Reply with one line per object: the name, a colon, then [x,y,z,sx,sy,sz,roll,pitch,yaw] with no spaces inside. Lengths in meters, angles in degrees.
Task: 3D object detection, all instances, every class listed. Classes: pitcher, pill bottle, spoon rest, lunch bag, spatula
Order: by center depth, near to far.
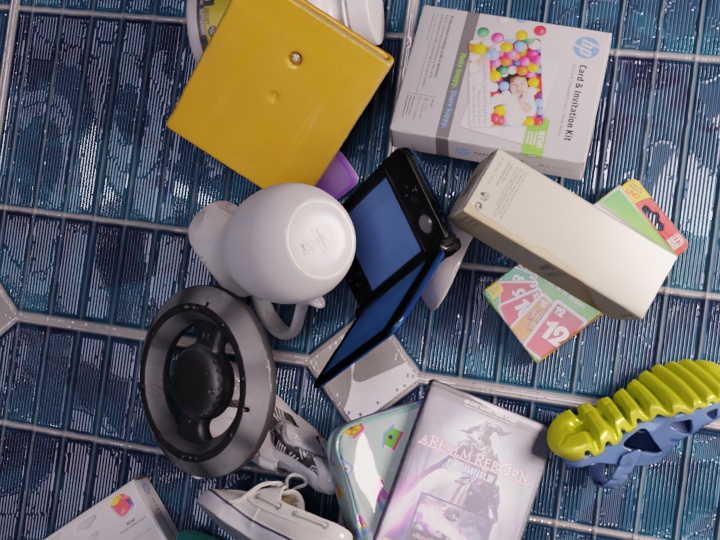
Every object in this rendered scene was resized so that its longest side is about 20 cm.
lunch bag: [0.062,0.237,1.173,0.160,0.077,0.200,-16,85,-15]
pitcher: [-0.080,-0.004,1.185,0.121,0.200,0.172,-38,107,-29]
spoon rest: [0.109,-0.051,1.195,0.060,0.099,0.200,18,79,-3]
pill bottle: [-0.079,-0.274,1.240,0.200,0.111,0.112,-5,86,14]
spatula: [-0.092,-0.064,1.277,0.200,0.021,0.057,-35,81,11]

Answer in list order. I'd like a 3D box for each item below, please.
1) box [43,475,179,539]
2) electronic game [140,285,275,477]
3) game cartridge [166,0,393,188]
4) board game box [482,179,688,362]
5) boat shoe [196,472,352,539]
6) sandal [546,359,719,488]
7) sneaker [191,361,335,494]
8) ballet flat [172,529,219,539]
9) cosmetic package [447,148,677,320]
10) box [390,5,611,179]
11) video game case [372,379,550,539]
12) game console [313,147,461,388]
box: [-0.261,0.361,1.288,0.156,0.041,0.200,-35,80,9]
electronic game: [-0.163,0.116,1.189,0.200,0.042,0.201,0,90,39]
game cartridge: [-0.088,-0.188,1.203,0.176,0.032,0.200,33,118,-4]
board game box: [0.235,-0.001,1.186,0.200,0.030,0.096,-38,79,7]
boat shoe: [-0.084,0.250,1.174,0.202,0.075,0.086,12,55,47]
sandal: [0.290,0.157,1.146,0.200,0.080,0.087,-23,118,5]
sneaker: [-0.115,0.199,1.244,0.200,0.075,0.115,40,99,18]
ballet flat: [-0.127,0.359,1.245,0.200,0.067,0.067,24,117,13]
cosmetic package: [0.192,-0.033,1.103,0.200,0.104,0.073,31,86,-1]
box: [0.145,-0.186,1.176,0.200,0.041,0.156,12,69,10]
video game case: [0.101,0.228,1.134,0.143,0.019,0.200,23,77,-9]
game console: [0.000,0.000,1.148,0.200,0.118,0.171,-41,72,55]
